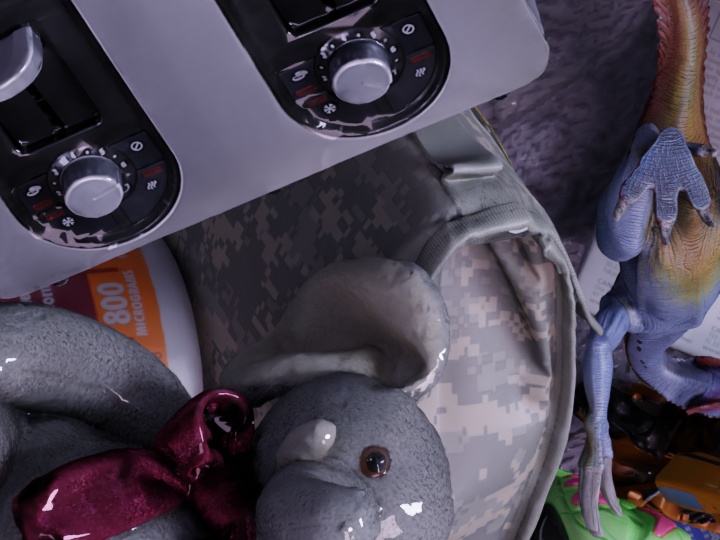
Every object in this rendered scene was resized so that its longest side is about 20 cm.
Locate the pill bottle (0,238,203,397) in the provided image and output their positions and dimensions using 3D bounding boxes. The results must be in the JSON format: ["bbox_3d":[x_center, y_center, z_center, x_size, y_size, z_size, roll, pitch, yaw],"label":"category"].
[{"bbox_3d":[-0.163,0.043,0.819,0.199,0.115,0.115,-4,137,-24],"label":"pill bottle"}]

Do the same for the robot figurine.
[{"bbox_3d":[0.170,0.089,1.009,0.144,0.200,0.059,20,85,-24],"label":"robot figurine"}]

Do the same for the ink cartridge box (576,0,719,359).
[{"bbox_3d":[0.190,-0.043,0.919,0.162,0.057,0.201,23,116,2],"label":"ink cartridge box"}]

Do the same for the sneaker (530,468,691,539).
[{"bbox_3d":[0.084,0.128,0.972,0.084,0.076,0.200,-63,173,-3],"label":"sneaker"}]

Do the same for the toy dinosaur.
[{"bbox_3d":[0.126,-0.008,0.870,0.104,0.202,0.182,-2,171,-4],"label":"toy dinosaur"}]

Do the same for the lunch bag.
[{"bbox_3d":[0.000,0.000,0.832,0.117,0.164,0.201,-12,138,-26],"label":"lunch bag"}]

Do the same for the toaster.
[{"bbox_3d":[-0.056,-0.119,0.684,0.180,0.201,0.119,-21,138,12],"label":"toaster"}]

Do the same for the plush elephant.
[{"bbox_3d":[-0.041,0.078,0.694,0.154,0.166,0.200,-15,179,12],"label":"plush elephant"}]

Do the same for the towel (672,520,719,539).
[{"bbox_3d":[0.239,0.105,1.077,0.199,0.145,0.024,-28,136,8],"label":"towel"}]
